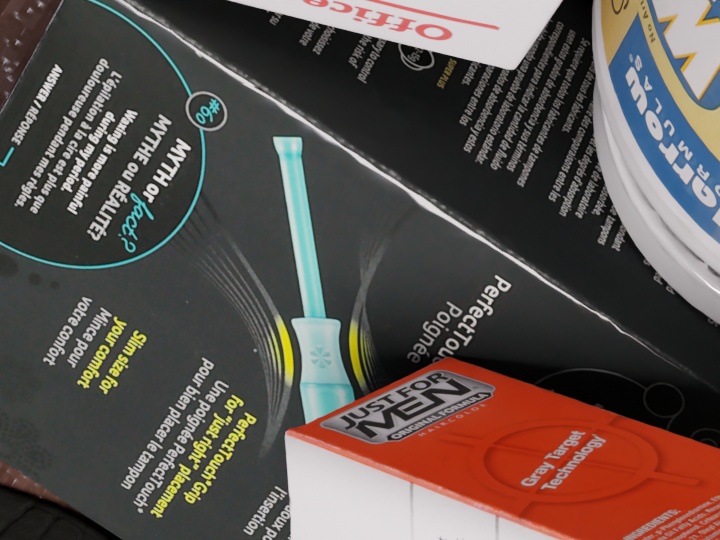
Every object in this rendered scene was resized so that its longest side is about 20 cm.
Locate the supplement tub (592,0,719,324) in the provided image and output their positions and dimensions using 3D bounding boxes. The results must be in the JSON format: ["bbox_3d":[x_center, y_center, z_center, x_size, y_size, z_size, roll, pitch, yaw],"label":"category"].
[{"bbox_3d":[0.132,-0.070,0.658,0.144,0.145,0.200,27,156,2],"label":"supplement tub"}]

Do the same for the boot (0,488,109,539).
[{"bbox_3d":[-0.089,0.167,0.970,0.203,0.074,0.154,28,134,11],"label":"boot"}]

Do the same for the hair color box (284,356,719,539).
[{"bbox_3d":[0.075,0.096,0.661,0.199,0.061,0.102,18,120,39],"label":"hair color box"}]

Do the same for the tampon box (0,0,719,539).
[{"bbox_3d":[0.000,0.000,0.798,0.199,0.126,0.150,33,126,-4],"label":"tampon box"}]

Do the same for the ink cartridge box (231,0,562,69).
[{"bbox_3d":[0.002,-0.107,0.664,0.115,0.067,0.200,13,159,-8],"label":"ink cartridge box"}]
